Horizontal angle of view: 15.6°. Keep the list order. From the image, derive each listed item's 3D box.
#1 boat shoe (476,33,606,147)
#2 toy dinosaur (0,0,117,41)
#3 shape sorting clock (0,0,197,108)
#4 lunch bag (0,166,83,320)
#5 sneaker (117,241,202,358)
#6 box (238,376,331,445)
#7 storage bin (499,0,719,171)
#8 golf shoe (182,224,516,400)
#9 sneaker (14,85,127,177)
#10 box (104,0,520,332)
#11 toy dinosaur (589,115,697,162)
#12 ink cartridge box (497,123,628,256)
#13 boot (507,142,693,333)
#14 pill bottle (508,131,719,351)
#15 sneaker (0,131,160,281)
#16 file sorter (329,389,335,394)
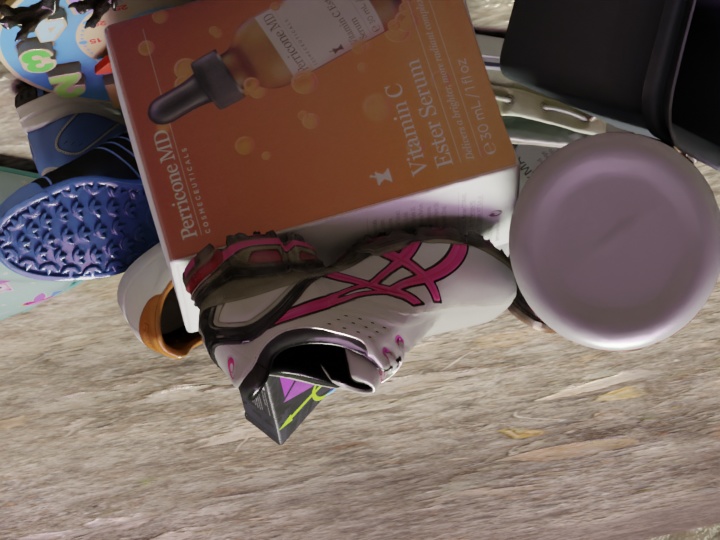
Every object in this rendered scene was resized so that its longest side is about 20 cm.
[{"bbox_3d":[0.070,-0.110,1.664,0.198,0.063,0.072,-2,163,-18],"label":"boat shoe"},{"bbox_3d":[-0.143,-0.164,1.375,0.199,0.048,0.088,4,131,-40],"label":"toy dinosaur"},{"bbox_3d":[-0.112,-0.139,1.518,0.198,0.040,0.200,-8,164,-2],"label":"shape sorting clock"},{"bbox_3d":[-0.295,-0.010,1.796,0.199,0.078,0.160,-22,159,39],"label":"lunch bag"},{"bbox_3d":[-0.052,-0.021,1.544,0.200,0.085,0.073,-45,119,3],"label":"sneaker"},{"bbox_3d":[0.000,0.000,1.576,0.200,0.036,0.143,-49,162,-16],"label":"box"},{"bbox_3d":[0.181,-0.137,1.540,0.134,0.147,0.200,14,179,34],"label":"storage bin"},{"bbox_3d":[0.002,0.029,1.416,0.199,0.093,0.073,-5,151,-30],"label":"golf shoe"},{"bbox_3d":[-0.146,-0.065,1.685,0.075,0.078,0.199,-21,161,33],"label":"sneaker"},{"bbox_3d":[-0.026,-0.076,1.473,0.198,0.153,0.106,-16,159,-5],"label":"box"},{"bbox_3d":[0.248,-0.130,1.664,0.198,0.087,0.136,4,158,-10],"label":"toy dinosaur"},{"bbox_3d":[0.091,-0.032,1.810,0.199,0.050,0.162,-35,169,-14],"label":"ink cartridge box"},{"bbox_3d":[0.158,-0.036,1.735,0.200,0.074,0.097,-45,168,-54],"label":"boot"},{"bbox_3d":[0.144,-0.016,1.475,0.115,0.117,0.200,-10,179,7],"label":"pill bottle"},{"bbox_3d":[-0.132,-0.052,1.594,0.199,0.071,0.078,-16,-152,-12],"label":"sneaker"},{"bbox_3d":[-0.040,-0.015,1.727,0.139,0.123,0.200,-47,165,-7],"label":"file sorter"}]
